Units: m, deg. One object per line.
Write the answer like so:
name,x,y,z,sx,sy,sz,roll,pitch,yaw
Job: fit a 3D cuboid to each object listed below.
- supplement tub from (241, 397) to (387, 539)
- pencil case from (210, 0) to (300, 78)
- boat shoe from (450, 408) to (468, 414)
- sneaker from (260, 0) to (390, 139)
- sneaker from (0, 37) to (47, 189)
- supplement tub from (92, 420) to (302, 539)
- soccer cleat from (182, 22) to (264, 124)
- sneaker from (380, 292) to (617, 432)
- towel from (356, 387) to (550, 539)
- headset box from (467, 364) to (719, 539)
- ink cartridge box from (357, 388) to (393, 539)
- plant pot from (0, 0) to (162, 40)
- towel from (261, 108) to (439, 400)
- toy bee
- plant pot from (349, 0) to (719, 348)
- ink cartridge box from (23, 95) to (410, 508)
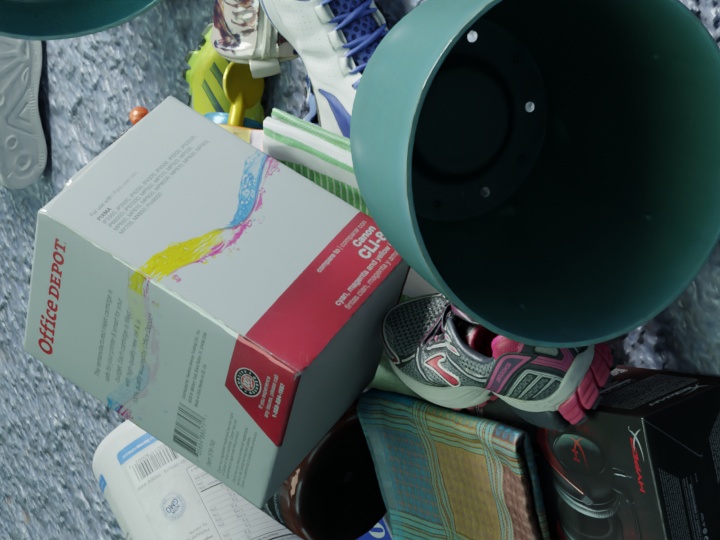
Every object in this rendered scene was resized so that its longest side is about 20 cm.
supplement tub,-0.065,0.107,1.561,0.200,0.107,0.107,30,130,43
pencil case,-0.062,-0.235,1.481,0.090,0.077,0.201,-77,-9,-60
boat shoe,0.076,0.124,1.464,0.063,0.073,0.202,27,135,44
sneaker,0.009,-0.132,1.440,0.115,0.080,0.200,15,125,51
sneaker,-0.349,-0.179,1.986,0.146,0.080,0.201,32,137,42
supplement tub,-0.118,0.208,1.766,0.201,0.131,0.132,61,148,18
soccer cleat,-0.094,-0.119,1.640,0.083,0.065,0.201,30,133,9
sneaker,0.071,0.037,1.330,0.075,0.081,0.200,37,165,-27
towel,0.062,0.155,1.402,0.200,0.022,0.147,11,117,63
headset box,0.148,0.137,1.344,0.200,0.075,0.149,6,111,57
ink cartridge box,0.004,0.158,1.623,0.201,0.044,0.094,66,151,10
plant pot,-0.232,-0.305,1.638,0.200,0.199,0.189,117,143,-51
towel,0.000,0.000,1.457,0.152,0.023,0.201,23,135,25
toy bee,-0.114,-0.076,1.552,0.199,0.109,0.132,-15,71,21
plant pot,0.085,-0.072,1.231,0.161,0.200,0.202,-153,51,-65
ink cartridge box,-0.094,0.017,1.422,0.199,0.145,0.146,32,140,13
